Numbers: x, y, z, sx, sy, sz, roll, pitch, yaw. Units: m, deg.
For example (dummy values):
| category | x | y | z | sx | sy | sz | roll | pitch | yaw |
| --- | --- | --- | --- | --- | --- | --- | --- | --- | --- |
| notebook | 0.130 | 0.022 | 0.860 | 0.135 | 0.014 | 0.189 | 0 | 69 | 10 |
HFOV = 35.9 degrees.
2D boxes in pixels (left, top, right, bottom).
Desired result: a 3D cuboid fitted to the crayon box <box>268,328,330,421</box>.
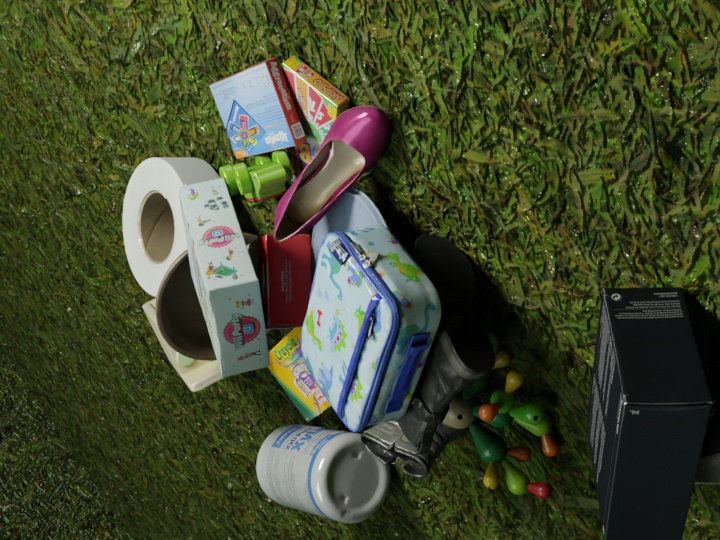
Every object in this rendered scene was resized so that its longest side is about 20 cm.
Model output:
| category | x | y | z | sx | sy | sz | roll | pitch | yaw |
| --- | --- | --- | --- | --- | --- | --- | --- | --- | --- |
| crayon box | -0.059 | 0.132 | 1.582 | 0.119 | 0.058 | 0.200 | 54 | 151 | 4 |

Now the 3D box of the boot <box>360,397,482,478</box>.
| category | x | y | z | sx | sy | sz | roll | pitch | yaw |
| --- | --- | --- | --- | --- | --- | --- | --- | --- | --- |
| boot | 0.045 | 0.176 | 1.396 | 0.199 | 0.130 | 0.068 | 24 | 138 | 44 |

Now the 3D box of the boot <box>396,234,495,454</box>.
| category | x | y | z | sx | sy | sz | roll | pitch | yaw |
| --- | --- | --- | --- | --- | --- | --- | --- | --- | --- |
| boot | 0.068 | 0.082 | 1.235 | 0.174 | 0.069 | 0.201 | 125 | 140 | -48 |

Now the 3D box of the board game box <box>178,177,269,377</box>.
| category | x | y | z | sx | sy | sz | roll | pitch | yaw |
| --- | --- | --- | --- | --- | --- | --- | --- | --- | --- |
| board game box | -0.170 | 0.007 | 1.366 | 0.201 | 0.064 | 0.148 | -113 | 15 | -45 |

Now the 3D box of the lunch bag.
| category | x | y | z | sx | sy | sz | roll | pitch | yaw |
| --- | --- | --- | --- | --- | --- | --- | --- | --- | --- |
| lunch bag | 0.007 | 0.064 | 1.205 | 0.161 | 0.082 | 0.201 | 54 | 141 | 36 |

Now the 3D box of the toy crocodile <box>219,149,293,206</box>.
| category | x | y | z | sx | sy | sz | roll | pitch | yaw |
| --- | --- | --- | --- | --- | --- | --- | --- | --- | --- |
| toy crocodile | -0.126 | -0.110 | 1.376 | 0.200 | 0.067 | 0.062 | 10 | 119 | 71 |

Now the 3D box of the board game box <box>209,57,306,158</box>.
| category | x | y | z | sx | sy | sz | roll | pitch | yaw |
| --- | --- | --- | --- | --- | --- | --- | --- | --- | --- |
| board game box | -0.128 | -0.195 | 1.363 | 0.200 | 0.019 | 0.104 | 3 | 114 | 64 |

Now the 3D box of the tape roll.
| category | x | y | z | sx | sy | sz | roll | pitch | yaw |
| --- | --- | --- | --- | --- | --- | --- | --- | --- | --- |
| tape roll | -0.266 | -0.063 | 1.604 | 0.202 | 0.070 | 0.204 | 5 | 97 | 50 |

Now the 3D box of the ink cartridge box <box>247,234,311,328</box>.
| category | x | y | z | sx | sy | sz | roll | pitch | yaw |
| --- | --- | --- | --- | --- | --- | --- | --- | --- | --- |
| ink cartridge box | -0.104 | 0.017 | 1.425 | 0.200 | 0.067 | 0.117 | 166 | 102 | -77 |

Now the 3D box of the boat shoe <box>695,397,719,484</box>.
| category | x | y | z | sx | sy | sz | roll | pitch | yaw |
| --- | --- | --- | --- | --- | --- | --- | --- | --- | --- |
| boat shoe | 0.343 | 0.145 | 1.015 | 0.200 | 0.072 | 0.063 | 107 | 166 | -61 |

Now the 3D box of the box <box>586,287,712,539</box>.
| category | x | y | z | sx | sy | sz | roll | pitch | yaw |
| --- | --- | --- | --- | --- | --- | --- | --- | --- | --- |
| box | 0.258 | 0.135 | 1.018 | 0.078 | 0.142 | 0.201 | 0 | 132 | 5 |

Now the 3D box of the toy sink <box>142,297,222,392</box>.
| category | x | y | z | sx | sy | sz | roll | pitch | yaw |
| --- | --- | --- | --- | --- | --- | --- | --- | --- | --- |
| toy sink | -0.239 | 0.083 | 1.678 | 0.113 | 0.130 | 0.200 | 66 | 167 | -18 |

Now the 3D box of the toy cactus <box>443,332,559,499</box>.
| category | x | y | z | sx | sy | sz | roll | pitch | yaw |
| --- | --- | --- | --- | --- | --- | --- | --- | --- | --- |
| toy cactus | 0.138 | 0.170 | 1.274 | 0.164 | 0.102 | 0.201 | 0 | 122 | 45 |

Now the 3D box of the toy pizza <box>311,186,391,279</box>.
| category | x | y | z | sx | sy | sz | roll | pitch | yaw |
| --- | --- | --- | --- | --- | --- | --- | --- | --- | --- |
| toy pizza | 0.000 | 0.000 | 1.314 | 0.200 | 0.032 | 0.202 | 26 | 120 | 56 |

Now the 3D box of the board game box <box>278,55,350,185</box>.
| category | x | y | z | sx | sy | sz | roll | pitch | yaw |
| --- | --- | --- | --- | --- | --- | --- | --- | --- | --- |
| board game box | -0.059 | -0.151 | 1.331 | 0.095 | 0.030 | 0.201 | 41 | 150 | 25 |

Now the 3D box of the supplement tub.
| category | x | y | z | sx | sy | sz | roll | pitch | yaw |
| --- | --- | --- | --- | --- | --- | --- | --- | --- | --- |
| supplement tub | -0.058 | 0.304 | 1.680 | 0.199 | 0.132 | 0.133 | -3 | 117 | 56 |

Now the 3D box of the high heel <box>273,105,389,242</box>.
| category | x | y | z | sx | sy | sz | roll | pitch | yaw |
| --- | --- | --- | --- | --- | --- | --- | --- | --- | --- |
| high heel | -0.037 | -0.105 | 1.244 | 0.067 | 0.096 | 0.200 | 39 | 141 | -14 |

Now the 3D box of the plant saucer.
| category | x | y | z | sx | sy | sz | roll | pitch | yaw |
| --- | --- | --- | --- | --- | --- | --- | --- | --- | --- |
| plant saucer | -0.194 | 0.034 | 1.552 | 0.029 | 0.199 | 0.201 | 44 | 152 | 50 |
